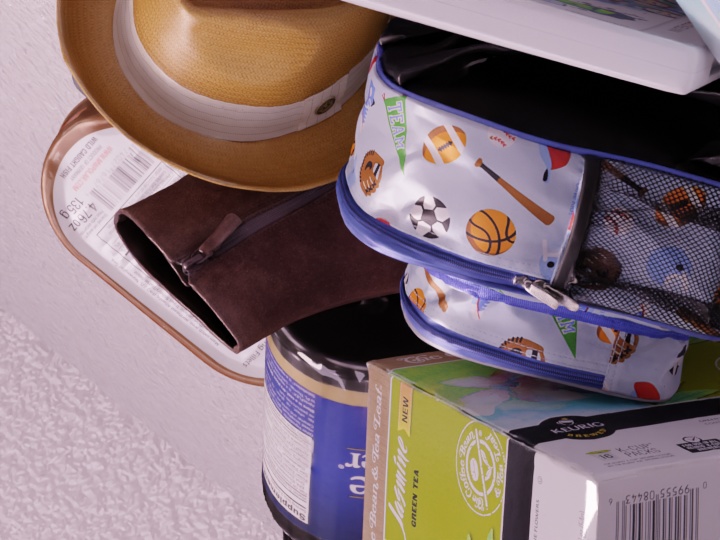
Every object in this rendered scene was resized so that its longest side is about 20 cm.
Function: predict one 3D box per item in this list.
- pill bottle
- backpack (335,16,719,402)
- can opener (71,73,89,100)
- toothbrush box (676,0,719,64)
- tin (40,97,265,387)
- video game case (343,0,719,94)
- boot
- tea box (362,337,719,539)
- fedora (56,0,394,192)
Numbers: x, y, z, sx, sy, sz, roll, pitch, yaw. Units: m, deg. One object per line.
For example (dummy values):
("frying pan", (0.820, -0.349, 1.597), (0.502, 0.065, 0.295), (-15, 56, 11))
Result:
("pill bottle", (0.003, 0.084, 1.505), (0.112, 0.112, 0.200), (36, 143, 30))
("backpack", (0.085, -0.038, 1.260), (0.190, 0.154, 0.200), (21, -167, -3))
("can opener", (-0.106, -0.169, 1.548), (0.066, 0.200, 0.053), (37, 138, -13))
("toothbrush box", (0.196, -0.105, 1.065), (0.200, 0.085, 0.146), (50, 166, -31))
("tin", (-0.086, -0.016, 1.545), (0.200, 0.042, 0.112), (39, 125, -9))
("video game case", (0.062, -0.119, 1.210), (0.200, 0.024, 0.182), (17, -167, 13))
("boot", (0.000, 0.000, 1.369), (0.200, 0.166, 0.072), (42, 148, 18))
("tea box", (0.131, 0.115, 1.272), (0.197, 0.200, 0.134), (23, 114, 57))
("fedora", (-0.044, -0.136, 1.344), (0.201, 0.201, 0.082), (42, 153, 6))
